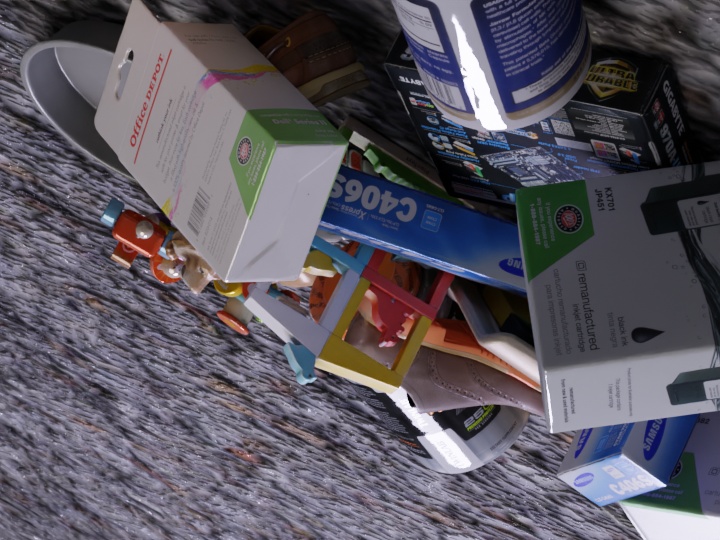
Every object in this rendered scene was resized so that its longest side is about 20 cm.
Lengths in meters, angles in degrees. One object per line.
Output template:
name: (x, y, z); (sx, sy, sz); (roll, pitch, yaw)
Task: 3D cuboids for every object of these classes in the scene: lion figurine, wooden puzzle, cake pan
lion figurine: (-0.081, -0.018, 1.816); (0.199, 0.073, 0.122); (3, -174, -43)
wooden puzzle: (0.152, 0.067, 1.707); (0.184, 0.037, 0.200); (34, -174, -16)
cake pan: (-0.176, -0.131, 1.801); (0.199, 0.037, 0.201); (23, 156, 11)

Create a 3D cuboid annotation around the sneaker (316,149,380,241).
sneaker: (-0.077, -0.074, 1.734); (0.199, 0.078, 0.082); (12, -176, -29)

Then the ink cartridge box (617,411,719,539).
ink cartridge box: (0.292, 0.111, 1.588); (0.144, 0.201, 0.084); (5, 144, 41)

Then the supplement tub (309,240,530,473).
supplement tub: (0.048, 0.067, 1.850); (0.122, 0.123, 0.200); (5, 148, 41)

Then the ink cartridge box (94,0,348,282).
ink cartridge box: (-0.101, -0.095, 1.572); (0.200, 0.067, 0.118); (47, 127, 38)

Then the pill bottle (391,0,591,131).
pill bottle: (0.069, -0.184, 1.349); (0.110, 0.112, 0.200); (15, 153, 26)

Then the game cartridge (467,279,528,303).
game cartridge: (0.178, 0.040, 1.778); (0.175, 0.033, 0.200); (4, 149, 42)

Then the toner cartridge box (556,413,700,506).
toner cartridge box: (0.213, 0.063, 1.573); (0.043, 0.201, 0.095); (34, 155, -11)

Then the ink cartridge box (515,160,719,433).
ink cartridge box: (0.207, 0.012, 1.455); (0.198, 0.147, 0.083); (-8, 146, 2)

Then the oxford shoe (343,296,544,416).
oxford shoe: (0.072, 0.079, 1.753); (0.199, 0.073, 0.071); (24, -168, -22)

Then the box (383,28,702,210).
box: (0.129, -0.094, 1.540); (0.199, 0.046, 0.159); (14, 153, 30)

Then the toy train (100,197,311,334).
toy train: (-0.141, 0.006, 1.944); (0.199, 0.056, 0.150); (30, -176, -10)

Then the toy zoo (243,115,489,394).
toy zoo: (0.000, 0.000, 1.674); (0.131, 0.201, 0.020); (31, 156, -9)

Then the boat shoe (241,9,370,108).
boat shoe: (-0.064, -0.146, 1.634); (0.200, 0.072, 0.068); (-9, 104, 59)

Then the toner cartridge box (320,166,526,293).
toner cartridge box: (0.048, -0.029, 1.624); (0.199, 0.043, 0.095); (18, 179, -12)
